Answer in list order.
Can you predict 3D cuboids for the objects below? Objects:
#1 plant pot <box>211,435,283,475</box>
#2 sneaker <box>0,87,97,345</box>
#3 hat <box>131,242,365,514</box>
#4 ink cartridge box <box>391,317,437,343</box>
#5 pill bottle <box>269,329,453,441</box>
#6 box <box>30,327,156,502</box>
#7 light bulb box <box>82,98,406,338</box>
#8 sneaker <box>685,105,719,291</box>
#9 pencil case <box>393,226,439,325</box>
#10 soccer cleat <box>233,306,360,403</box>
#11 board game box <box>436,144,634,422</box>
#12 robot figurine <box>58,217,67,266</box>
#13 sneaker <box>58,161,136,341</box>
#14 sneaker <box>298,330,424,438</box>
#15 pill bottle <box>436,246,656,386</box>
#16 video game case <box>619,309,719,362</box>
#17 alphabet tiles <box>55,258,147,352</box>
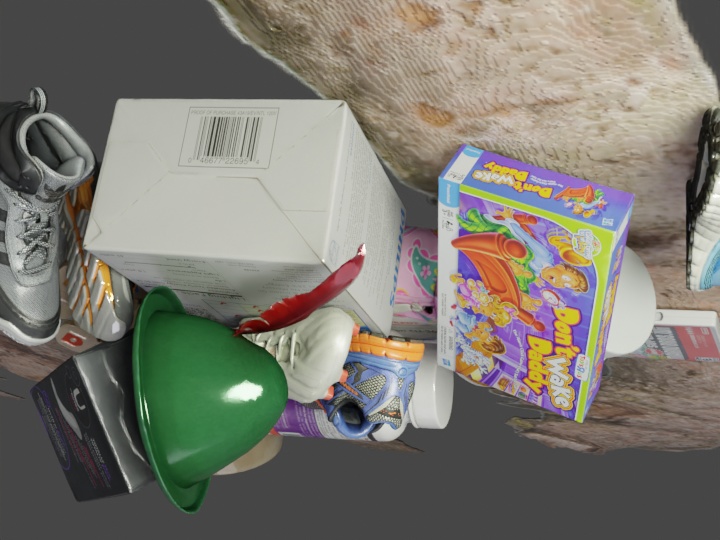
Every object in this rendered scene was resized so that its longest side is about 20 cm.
[{"bbox_3d":[-0.162,0.135,1.120,0.195,0.178,0.200,-7,-168,2],"label":"plant pot"},{"bbox_3d":[-0.261,-0.042,0.758,0.112,0.205,0.075,-9,-175,38],"label":"sneaker"},{"bbox_3d":[-0.059,0.078,0.692,0.172,0.170,0.200,-12,-177,4],"label":"hat"},{"bbox_3d":[0.046,0.035,1.002,0.114,0.069,0.200,2,160,25],"label":"ink cartridge box"},{"bbox_3d":[-0.009,0.115,0.974,0.195,0.114,0.112,0,160,18],"label":"pill bottle"},{"bbox_3d":[-0.212,0.128,0.862,0.105,0.124,0.199,-24,179,-32],"label":"box"},{"bbox_3d":[-0.080,-0.034,0.768,0.194,0.128,0.200,4,162,17],"label":"light bulb box"},{"bbox_3d":[0.267,-0.037,0.641,0.088,0.080,0.200,3,161,13],"label":"sneaker"},{"bbox_3d":[0.000,0.000,0.886,0.196,0.089,0.088,8,163,20],"label":"pencil case"},{"bbox_3d":[-0.065,0.066,0.756,0.076,0.071,0.199,23,160,-18],"label":"soccer cleat"},{"bbox_3d":[0.127,0.014,0.734,0.132,0.045,0.203,20,138,24],"label":"board game box"},{"bbox_3d":[-0.229,0.001,0.984,0.195,0.114,0.172,11,135,1],"label":"robot figurine"},{"bbox_3d":[-0.210,-0.025,0.818,0.076,0.202,0.079,10,133,-31],"label":"sneaker"},{"bbox_3d":[-0.014,0.105,0.829,0.074,0.080,0.200,13,163,-19],"label":"sneaker"},{"bbox_3d":[0.165,0.040,0.869,0.114,0.119,0.199,18,161,-25],"label":"pill bottle"},{"bbox_3d":[0.296,0.070,1.051,0.196,0.018,0.143,1,160,28],"label":"video game case"},{"bbox_3d":[-0.217,0.054,0.941,0.198,0.015,0.195,30,140,-23],"label":"alphabet tiles"}]
